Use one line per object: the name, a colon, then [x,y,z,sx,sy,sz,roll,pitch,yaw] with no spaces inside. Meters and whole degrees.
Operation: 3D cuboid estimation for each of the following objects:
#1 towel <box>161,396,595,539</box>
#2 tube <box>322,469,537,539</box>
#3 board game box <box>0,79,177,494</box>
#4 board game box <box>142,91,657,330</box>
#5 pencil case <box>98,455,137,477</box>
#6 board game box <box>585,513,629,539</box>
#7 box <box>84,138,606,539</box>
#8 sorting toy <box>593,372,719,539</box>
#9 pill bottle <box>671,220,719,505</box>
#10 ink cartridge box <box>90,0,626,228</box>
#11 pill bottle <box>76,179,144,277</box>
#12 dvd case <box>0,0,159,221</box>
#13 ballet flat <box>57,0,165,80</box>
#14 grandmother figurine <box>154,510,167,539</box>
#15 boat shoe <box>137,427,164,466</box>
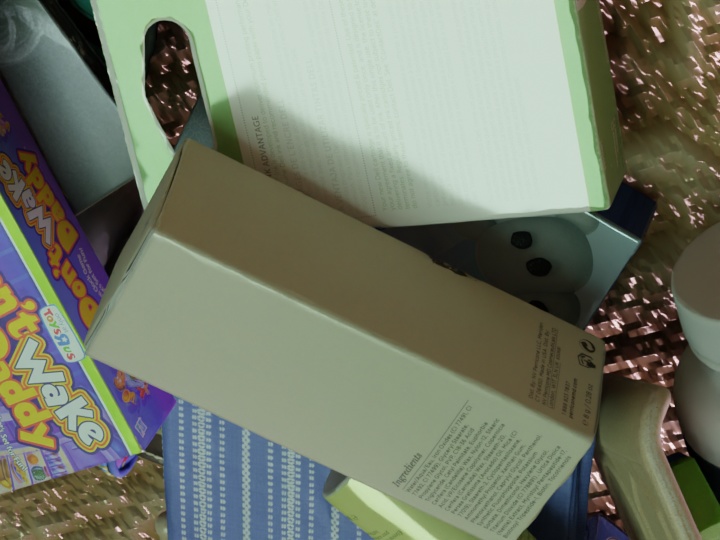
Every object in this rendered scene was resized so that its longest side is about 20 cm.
towel: [0.006,0.089,1.082,0.199,0.024,0.145,9,123,12]
tube: [0.072,0.144,1.045,0.200,0.058,0.052,41,127,-9]
board game box: [-0.187,0.002,1.034,0.134,0.045,0.200,-18,110,25]
board game box: [0.000,0.000,1.075,0.200,0.043,0.199,31,124,1]
pencil case: [-0.195,0.048,1.224,0.199,0.078,0.087,13,153,18]
board game box: [0.095,0.207,1.221,0.135,0.035,0.200,41,134,-20]
box: [-0.005,0.032,0.976,0.200,0.068,0.082,27,129,-10]
sorting toy: [0.149,0.142,1.029,0.036,0.185,0.201,-19,90,-2]
pill bottle: [0.196,0.074,1.008,0.111,0.111,0.200,-2,127,30]
ink cartridge box: [-0.002,-0.088,0.971,0.199,0.048,0.146,-5,114,19]
pill bottle: [-0.210,-0.035,1.133,0.200,0.113,0.113,28,136,4]
dvd case: [-0.201,-0.063,1.042,0.200,0.016,0.149,-30,103,29]
ballet flat: [-0.110,-0.113,1.035,0.068,0.068,0.200,36,127,0]
grandmother figurine: [-0.057,0.166,1.270,0.121,0.061,0.200,32,134,10]
boat shoe: [-0.032,0.126,1.153,0.200,0.072,0.072,24,179,-3]
